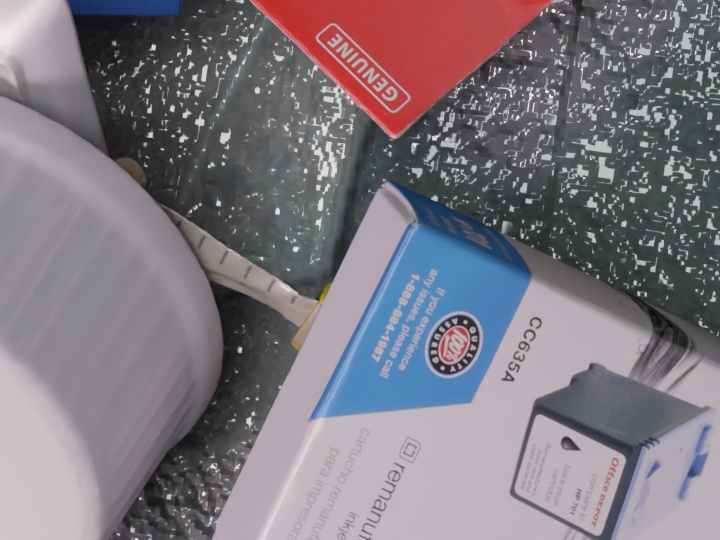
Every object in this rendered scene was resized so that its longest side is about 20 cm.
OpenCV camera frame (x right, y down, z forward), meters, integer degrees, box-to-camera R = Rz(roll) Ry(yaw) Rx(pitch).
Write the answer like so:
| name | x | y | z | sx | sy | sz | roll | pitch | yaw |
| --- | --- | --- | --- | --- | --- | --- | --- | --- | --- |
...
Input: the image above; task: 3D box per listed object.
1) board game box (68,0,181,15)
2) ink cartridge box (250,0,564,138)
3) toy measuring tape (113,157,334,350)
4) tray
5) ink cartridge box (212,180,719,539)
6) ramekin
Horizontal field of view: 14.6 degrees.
| name | x | y | z | sx | sy | sz | roll | pitch | yaw |
| --- | --- | --- | --- | --- | --- | --- | --- | --- | --- |
| board game box | -0.169 | -0.173 | 1.075 | 0.199 | 0.045 | 0.153 | 1 | 64 | -8 |
| ink cartridge box | 0.010 | -0.175 | 1.045 | 0.176 | 0.045 | 0.200 | -41 | 75 | -20 |
| toy measuring tape | 0.000 | 0.000 | 1.057 | 0.200 | 0.074 | 0.074 | 32 | 98 | -4 |
| tray | -0.143 | -0.026 | 1.071 | 0.107 | 0.022 | 0.201 | 5 | 134 | 17 |
| ink cartridge box | 0.069 | 0.079 | 0.996 | 0.199 | 0.086 | 0.147 | 25 | 96 | -11 |
| ramekin | -0.160 | 0.033 | 1.047 | 0.200 | 0.098 | 0.201 | 13 | 136 | 13 |
